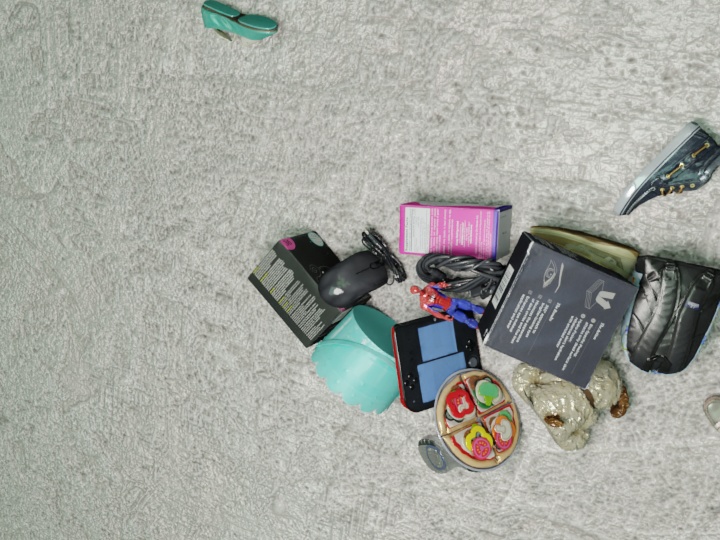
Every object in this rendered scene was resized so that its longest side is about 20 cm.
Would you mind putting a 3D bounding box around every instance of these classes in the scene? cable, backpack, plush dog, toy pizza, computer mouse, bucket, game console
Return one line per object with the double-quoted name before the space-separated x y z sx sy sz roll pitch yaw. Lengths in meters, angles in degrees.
"cable" 0.192 0.000 1.405 0.162 0.200 0.051 20 74 -5
"backpack" 0.533 0.084 1.297 0.162 0.154 0.201 11 92 6
"plush dog" 0.405 0.227 1.389 0.172 0.160 0.200 -38 84 -1
"toy pizza" 0.234 0.288 1.446 0.201 0.200 0.032 58 148 5
"computer mouse" 0.000 0.000 1.497 0.139 0.200 0.053 52 147 5
"bucket" 0.017 0.179 1.525 0.207 0.207 0.135 42 109 13
"game console" 0.155 0.175 1.467 0.031 0.199 0.178 6 105 57

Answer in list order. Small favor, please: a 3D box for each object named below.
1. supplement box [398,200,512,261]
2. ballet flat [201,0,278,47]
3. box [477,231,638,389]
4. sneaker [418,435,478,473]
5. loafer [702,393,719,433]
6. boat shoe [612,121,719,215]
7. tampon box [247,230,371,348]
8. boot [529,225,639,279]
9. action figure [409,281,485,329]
"supplement box" 0.184 -0.080 1.447 0.199 0.101 0.104 7 102 25
"ballet flat" -0.260 -0.525 1.606 0.199 0.067 0.071 25 133 20
"box" 0.335 0.066 1.288 0.199 0.117 0.197 24 103 -1
"sneaker" 0.205 0.374 1.539 0.199 0.087 0.075 -7 99 45
"loafer" 0.690 0.296 1.296 0.200 0.063 0.072 42 113 13
"boat shoe" 0.535 -0.153 1.282 0.091 0.071 0.200 46 113 16
"tampon box" -0.107 0.036 1.579 0.200 0.150 0.126 49 116 10
"boot" 0.395 0.006 1.378 0.199 0.073 0.156 17 104 13
"action figure" 0.191 0.072 1.424 0.199 0.099 0.066 23 87 -11
